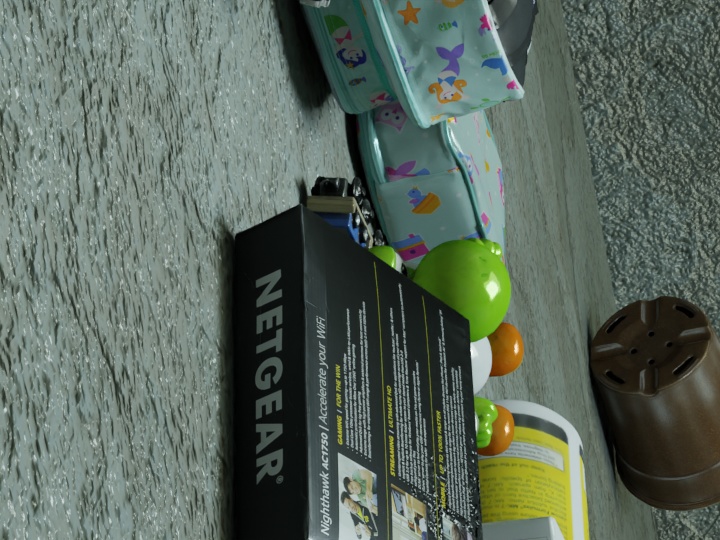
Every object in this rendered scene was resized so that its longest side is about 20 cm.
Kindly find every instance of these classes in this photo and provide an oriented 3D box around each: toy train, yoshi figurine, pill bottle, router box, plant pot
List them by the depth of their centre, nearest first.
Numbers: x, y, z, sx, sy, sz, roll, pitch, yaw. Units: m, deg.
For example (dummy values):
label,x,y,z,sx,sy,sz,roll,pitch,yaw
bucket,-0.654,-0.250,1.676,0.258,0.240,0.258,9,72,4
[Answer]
label,x,y,z,sx,sy,sz,roll,pitch,yaw
router box,0.000,0.085,1.401,0.149,0.051,0.200,35,41,-41
yoshi figurine,0.062,0.040,1.668,0.112,0.112,0.200,44,-4,31
toy train,0.000,0.000,1.690,0.200,0.034,0.046,66,31,-60
pill bottle,0.099,0.197,1.837,0.114,0.114,0.200,71,15,-47
plant pot,0.372,0.148,3.261,0.201,0.200,0.198,-89,158,-45

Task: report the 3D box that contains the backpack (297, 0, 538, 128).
label,x,y,z,sx,sy,sz,roll,pitch,yaw
backpack,0.037,-0.179,1.701,0.200,0.150,0.178,-93,164,-73

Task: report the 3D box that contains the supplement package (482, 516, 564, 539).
label,x,y,z,sx,sy,sz,roll,pitch,yaw
supplement package,0.078,0.265,1.650,0.117,0.117,0.201,60,24,-63

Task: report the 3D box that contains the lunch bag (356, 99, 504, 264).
label,x,y,z,sx,sy,sz,roll,pitch,yaw
lunch bag,0.050,-0.081,1.908,0.200,0.077,0.161,71,13,-47

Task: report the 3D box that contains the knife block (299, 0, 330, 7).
label,x,y,z,sx,sy,sz,roll,pitch,yaw
knife block,-0.055,-0.246,1.490,0.200,0.064,0.176,70,15,-50

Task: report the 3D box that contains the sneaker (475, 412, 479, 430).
label,x,y,z,sx,sy,sz,roll,pitch,yaw
sneaker,0.026,0.098,1.577,0.200,0.090,0.067,-30,110,-80
